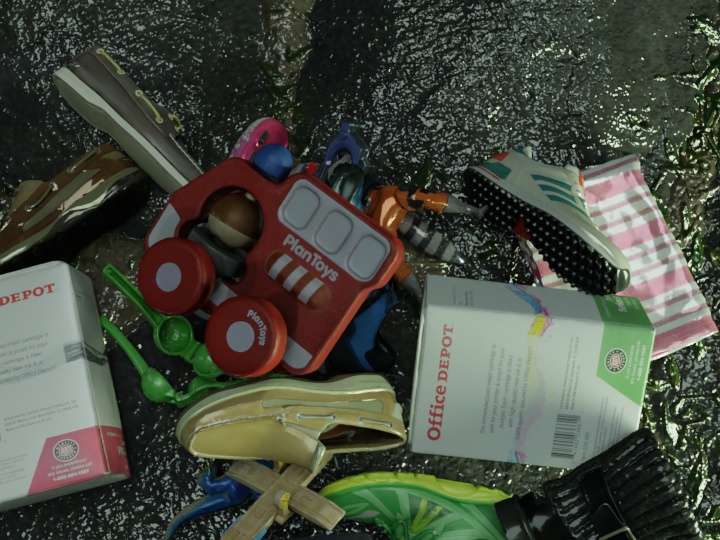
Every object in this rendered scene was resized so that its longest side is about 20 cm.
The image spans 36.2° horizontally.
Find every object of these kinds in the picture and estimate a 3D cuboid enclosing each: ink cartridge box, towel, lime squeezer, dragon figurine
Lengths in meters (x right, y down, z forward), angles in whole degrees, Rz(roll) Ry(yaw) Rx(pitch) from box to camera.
[{"bbox_3d":[0.146,0.092,0.987,0.199,0.088,0.146,5,110,1],"label":"ink cartridge box"},{"bbox_3d":[0.242,-0.005,1.070,0.146,0.030,0.200,-21,77,-5],"label":"towel"},{"bbox_3d":[-0.162,0.100,1.049,0.199,0.038,0.071,13,45,4],"label":"lime squeezer"},{"bbox_3d":[-0.306,0.109,1.012,0.146,0.083,0.201,-15,77,1],"label":"ink cartridge box"},{"bbox_3d":[-0.093,0.195,1.007,0.099,0.059,0.200,37,78,9],"label":"dragon figurine"},{"bbox_3d":[-0.148,0.064,1.003,0.200,0.071,0.038,34,49,4],"label":"lime squeezer"}]

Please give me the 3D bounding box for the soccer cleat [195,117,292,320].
[{"bbox_3d":[-0.130,-0.053,1.045,0.086,0.070,0.201,15,88,37],"label":"soccer cleat"}]

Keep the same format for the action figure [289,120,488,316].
[{"bbox_3d":[-0.001,-0.034,1.064,0.193,0.105,0.200,32,107,14],"label":"action figure"}]

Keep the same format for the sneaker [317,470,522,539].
[{"bbox_3d":[0.055,0.228,0.991,0.199,0.074,0.084,8,73,2],"label":"sneaker"}]

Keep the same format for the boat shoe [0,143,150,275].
[{"bbox_3d":[-0.302,-0.051,1.065,0.200,0.076,0.074,-35,74,-16],"label":"boat shoe"}]

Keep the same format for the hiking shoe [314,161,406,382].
[{"bbox_3d":[0.000,0.000,0.990,0.086,0.074,0.201,5,112,3],"label":"hiking shoe"}]

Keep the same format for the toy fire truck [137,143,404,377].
[{"bbox_3d":[-0.080,-0.012,0.927,0.200,0.112,0.168,39,100,19],"label":"toy fire truck"}]

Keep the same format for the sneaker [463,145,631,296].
[{"bbox_3d":[0.190,-0.058,1.021,0.093,0.070,0.200,-33,49,-21],"label":"sneaker"}]

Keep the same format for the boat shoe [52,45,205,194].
[{"bbox_3d":[-0.212,-0.141,1.083,0.200,0.072,0.060,42,70,6],"label":"boat shoe"}]

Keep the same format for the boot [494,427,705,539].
[{"bbox_3d":[0.225,0.254,0.944,0.158,0.079,0.211,-25,103,4],"label":"boot"}]

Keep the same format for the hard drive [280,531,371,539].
[{"bbox_3d":[-0.081,0.268,0.954,0.199,0.135,0.042,-9,65,-2],"label":"hard drive"}]

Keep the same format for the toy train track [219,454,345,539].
[{"bbox_3d":[-0.090,0.203,0.912,0.115,0.033,0.200,21,44,27],"label":"toy train track"}]

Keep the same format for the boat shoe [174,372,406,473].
[{"bbox_3d":[-0.052,0.134,0.922,0.200,0.072,0.076,-7,49,-23],"label":"boat shoe"}]
